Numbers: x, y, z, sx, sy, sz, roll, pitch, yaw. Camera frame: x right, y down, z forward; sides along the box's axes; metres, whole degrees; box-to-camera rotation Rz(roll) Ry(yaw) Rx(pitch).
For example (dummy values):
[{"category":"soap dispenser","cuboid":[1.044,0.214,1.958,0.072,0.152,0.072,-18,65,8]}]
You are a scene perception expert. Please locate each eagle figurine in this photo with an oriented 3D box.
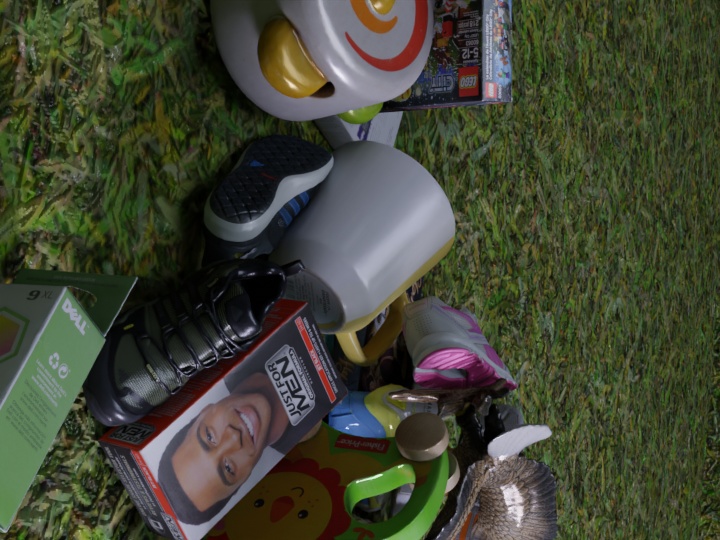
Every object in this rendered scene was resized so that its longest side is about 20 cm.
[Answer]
[{"category":"eagle figurine","cuboid":[0.110,0.206,1.243,0.151,0.151,0.201,-19,109,-75]}]

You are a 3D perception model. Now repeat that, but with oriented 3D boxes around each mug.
[{"category":"mug","cuboid":[0.002,-0.006,1.240,0.187,0.149,0.153,50,52,-13]}]

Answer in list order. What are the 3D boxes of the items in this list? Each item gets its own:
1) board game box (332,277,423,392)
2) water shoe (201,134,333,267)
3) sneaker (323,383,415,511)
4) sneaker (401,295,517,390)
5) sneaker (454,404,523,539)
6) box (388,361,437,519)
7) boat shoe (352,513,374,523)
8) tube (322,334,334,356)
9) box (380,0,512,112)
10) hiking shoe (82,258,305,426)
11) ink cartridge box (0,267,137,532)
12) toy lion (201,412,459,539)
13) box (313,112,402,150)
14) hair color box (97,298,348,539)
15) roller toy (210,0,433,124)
[{"category":"board game box","cuboid":[0.020,0.055,1.396,0.135,0.035,0.201,46,48,-58]},{"category":"water shoe","cuboid":[-0.090,-0.060,1.174,0.200,0.071,0.079,-45,158,-56]},{"category":"sneaker","cuboid":[-0.011,0.176,1.331,0.200,0.105,0.076,105,-8,-47]},{"category":"sneaker","cuboid":[0.096,0.080,1.292,0.200,0.081,0.088,52,18,-61]},{"category":"sneaker","cuboid":[0.167,0.277,1.688,0.200,0.077,0.112,-67,152,-17]},{"category":"box","cuboid":[0.065,0.173,1.412,0.156,0.041,0.200,97,3,-62]},{"category":"boat shoe","cuboid":[-0.025,0.263,1.289,0.066,0.074,0.200,55,7,10]},{"category":"tube","cuboid":[-0.066,0.091,1.239,0.200,0.050,0.078,-12,112,-69]},{"category":"box","cuboid":[0.062,-0.221,1.227,0.038,0.200,0.137,-2,94,-37]},{"category":"hiking shoe","cuboid":[-0.130,0.043,1.007,0.076,0.101,0.200,56,48,-13]},{"category":"ink cartridge box","cuboid":[-0.234,0.061,0.830,0.059,0.104,0.200,64,38,-44]},{"category":"toy lion","cuboid":[-0.034,0.205,1.127,0.192,0.199,0.069,-63,147,-42]},{"category":"box","cuboid":[-0.010,-0.202,1.339,0.200,0.036,0.145,54,45,-52]},{"category":"hair color box","cuboid":[-0.107,0.118,1.066,0.200,0.061,0.102,-43,122,-34]},{"category":"roller toy","cuboid":[-0.029,-0.231,1.148,0.200,0.140,0.183,2,83,-50]}]
